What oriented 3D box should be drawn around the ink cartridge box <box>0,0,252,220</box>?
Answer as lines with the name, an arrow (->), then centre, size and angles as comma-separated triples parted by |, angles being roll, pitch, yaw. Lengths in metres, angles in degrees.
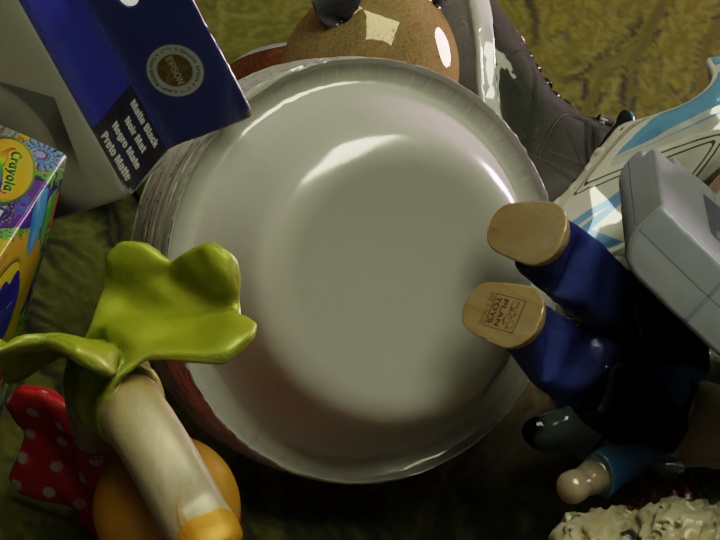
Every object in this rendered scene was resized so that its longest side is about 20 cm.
ink cartridge box -> -0.178, -0.107, 1.212 | 0.199, 0.200, 0.041 | -18, 29, 20

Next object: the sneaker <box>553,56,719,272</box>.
sneaker -> 0.133, -0.035, 1.443 | 0.200, 0.072, 0.073 | -36, 61, -4

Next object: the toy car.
toy car -> -0.007, -0.105, 1.401 | 0.164, 0.201, 0.158 | -12, 44, -33

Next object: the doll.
doll -> 0.120, 0.044, 1.289 | 0.048, 0.200, 0.137 | 6, 72, 39

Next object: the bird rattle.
bird rattle -> -0.100, 0.087, 1.172 | 0.112, 0.200, 0.163 | -20, 63, -23

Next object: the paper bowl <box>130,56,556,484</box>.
paper bowl -> 0.000, 0.000, 1.288 | 0.200, 0.202, 0.104 | 1, 2, -22

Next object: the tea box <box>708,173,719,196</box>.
tea box -> 0.302, -0.031, 1.417 | 0.196, 0.200, 0.134 | 11, 36, -48

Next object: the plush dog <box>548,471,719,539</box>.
plush dog -> 0.163, 0.159, 1.270 | 0.171, 0.161, 0.200 | 18, 10, 17

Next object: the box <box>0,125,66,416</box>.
box -> -0.230, 0.053, 1.147 | 0.122, 0.193, 0.200 | 23, 41, 2

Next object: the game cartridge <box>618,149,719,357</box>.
game cartridge -> 0.198, 0.030, 1.261 | 0.200, 0.041, 0.133 | 40, 12, -8

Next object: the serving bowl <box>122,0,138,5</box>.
serving bowl -> -0.189, -0.167, 1.477 | 0.200, 0.066, 0.200 | 33, 30, -22

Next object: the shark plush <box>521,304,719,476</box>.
shark plush -> 0.163, 0.066, 1.379 | 0.200, 0.083, 0.091 | 31, 33, -7

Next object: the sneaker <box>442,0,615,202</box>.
sneaker -> 0.101, -0.083, 1.536 | 0.099, 0.071, 0.201 | 4, 49, -22
